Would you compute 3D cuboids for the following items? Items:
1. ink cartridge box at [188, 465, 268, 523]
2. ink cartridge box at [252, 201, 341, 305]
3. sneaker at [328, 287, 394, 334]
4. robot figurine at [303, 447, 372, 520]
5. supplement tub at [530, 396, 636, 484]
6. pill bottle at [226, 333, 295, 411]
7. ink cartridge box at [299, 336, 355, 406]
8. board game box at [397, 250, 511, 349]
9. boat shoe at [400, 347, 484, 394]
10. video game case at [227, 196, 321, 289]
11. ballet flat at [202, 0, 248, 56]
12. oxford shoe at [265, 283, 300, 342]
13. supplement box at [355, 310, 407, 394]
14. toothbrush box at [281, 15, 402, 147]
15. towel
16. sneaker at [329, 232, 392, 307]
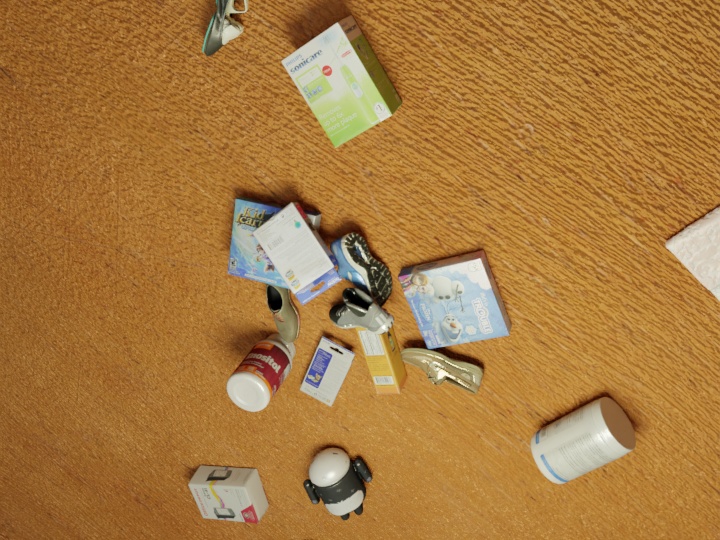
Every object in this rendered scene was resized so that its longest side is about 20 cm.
[{"bbox_3d":[-0.392,0.668,2.144,0.199,0.086,0.148,-5,117,21],"label":"ink cartridge box"},{"bbox_3d":[-0.136,-0.037,1.588,0.119,0.042,0.200,-33,90,18],"label":"ink cartridge box"},{"bbox_3d":[-0.020,0.077,1.629,0.199,0.075,0.116,5,143,47],"label":"sneaker"},{"bbox_3d":[-0.060,0.576,1.944,0.125,0.150,0.201,3,125,53],"label":"robot figurine"},{"bbox_3d":[0.498,0.385,1.616,0.132,0.132,0.200,46,124,-9],"label":"supplement tub"},{"bbox_3d":[-0.238,0.244,1.771,0.112,0.200,0.113,9,121,16],"label":"pill bottle"},{"bbox_3d":[-0.081,0.251,1.816,0.094,0.037,0.200,27,127,5],"label":"ink cartridge box"},{"bbox_3d":[0.209,0.069,1.596,0.198,0.043,0.201,-14,113,26],"label":"board game box"},{"bbox_3d":[0.184,0.232,1.671,0.199,0.065,0.071,15,161,10],"label":"boat shoe"},{"bbox_3d":[-0.200,-0.061,1.646,0.199,0.045,0.182,13,104,13],"label":"video game case"},{"bbox_3d":[-0.264,-0.512,1.429,0.068,0.068,0.201,21,124,-2],"label":"ballet flat"},{"bbox_3d":[-0.198,0.099,1.748,0.070,0.075,0.201,-1,118,21],"label":"oxford shoe"},{"bbox_3d":[0.051,0.197,1.716,0.068,0.067,0.201,-3,117,26],"label":"supplement box"},{"bbox_3d":[-0.034,-0.369,1.411,0.145,0.086,0.200,-23,107,30],"label":"toothbrush box"},{"bbox_3d":[0.717,-0.041,1.349,0.191,0.032,0.200,45,123,-8],"label":"towel"},{"bbox_3d":[0.000,0.000,1.627,0.089,0.079,0.200,-4,126,48],"label":"sneaker"}]
